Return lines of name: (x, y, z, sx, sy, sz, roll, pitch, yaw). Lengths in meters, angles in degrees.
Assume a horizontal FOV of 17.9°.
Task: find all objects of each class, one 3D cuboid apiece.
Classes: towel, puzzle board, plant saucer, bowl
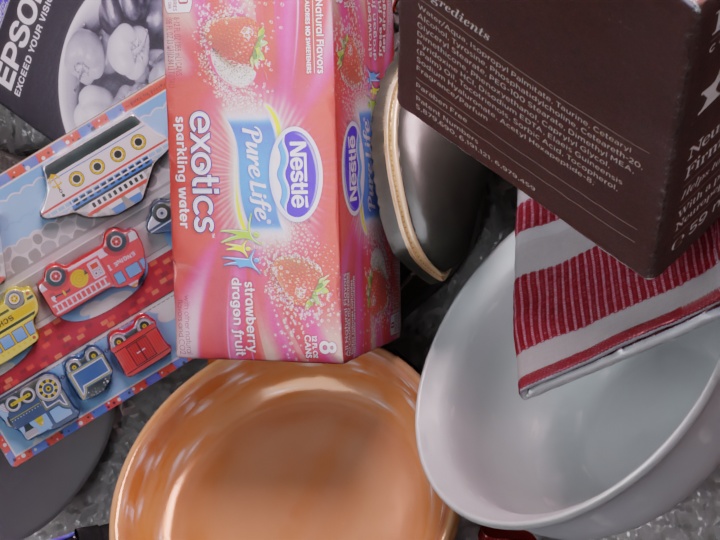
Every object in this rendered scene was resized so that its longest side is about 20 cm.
towel: (0.135, -0.043, 1.160, 0.143, 0.023, 0.201, -27, 43, 33)
puzzle board: (-0.154, 0.000, 1.320, 0.199, 0.017, 0.151, -31, 104, -4)
plant saucer: (-0.038, 0.129, 1.233, 0.198, 0.038, 0.202, -10, 56, 14)
bowl: (0.131, 0.060, 1.170, 0.200, 0.090, 0.202, -29, 42, 29)

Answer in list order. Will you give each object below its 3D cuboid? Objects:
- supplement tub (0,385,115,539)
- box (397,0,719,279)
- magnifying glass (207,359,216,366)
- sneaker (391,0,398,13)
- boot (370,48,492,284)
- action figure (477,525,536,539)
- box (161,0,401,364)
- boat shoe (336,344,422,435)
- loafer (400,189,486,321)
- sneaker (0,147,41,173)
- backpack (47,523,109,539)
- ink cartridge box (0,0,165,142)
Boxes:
supplement tub: (-0.267, 0.066, 1.435, 0.199, 0.144, 0.146, 33, 110, 28)
box: (0.127, -0.141, 1.040, 0.164, 0.166, 0.201, 37, 154, 22)
magnifying glass: (-0.080, 0.110, 1.359, 0.022, 0.079, 0.202, -8, 78, 34)
sneaker: (-0.015, -0.153, 1.265, 0.076, 0.073, 0.202, 13, 97, 0)
boot: (0.085, -0.098, 1.191, 0.137, 0.077, 0.202, -9, 63, 31)
action figure: (0.050, 0.232, 1.274, 0.066, 0.051, 0.201, -101, 31, -50)
box: (-0.040, -0.056, 1.210, 0.099, 0.095, 0.202, 1, 98, 20)
boat shoe: (-0.020, 0.134, 1.319, 0.064, 0.071, 0.201, 42, 106, 24)
loafer: (0.000, 0.000, 1.291, 0.073, 0.071, 0.201, 43, 115, 25)
sneaker: (-0.219, -0.048, 1.434, 0.199, 0.090, 0.067, 36, 141, 25)
backpack: (-0.157, 0.255, 1.358, 0.154, 0.199, 0.192, -37, 69, 44)
ink cartridge box: (-0.166, -0.181, 1.414, 0.199, 0.043, 0.199, 34, 111, 30)
